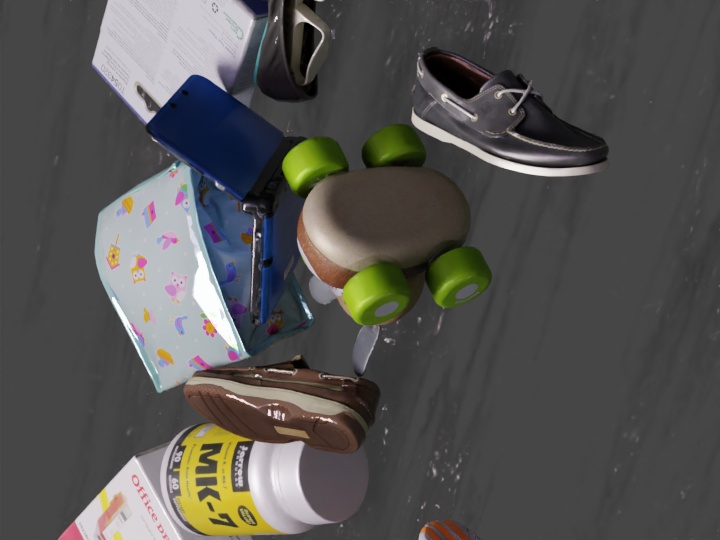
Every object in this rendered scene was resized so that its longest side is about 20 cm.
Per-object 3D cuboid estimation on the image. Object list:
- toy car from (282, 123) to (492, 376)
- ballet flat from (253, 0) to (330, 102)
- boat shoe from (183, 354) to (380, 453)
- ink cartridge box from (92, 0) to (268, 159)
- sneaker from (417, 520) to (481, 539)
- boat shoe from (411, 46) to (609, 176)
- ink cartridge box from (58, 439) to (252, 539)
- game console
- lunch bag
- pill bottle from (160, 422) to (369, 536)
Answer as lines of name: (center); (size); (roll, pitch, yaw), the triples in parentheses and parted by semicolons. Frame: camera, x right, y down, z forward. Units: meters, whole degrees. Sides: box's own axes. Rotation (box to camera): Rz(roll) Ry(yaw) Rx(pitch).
toy car: (0.000, 0.000, 1.609); (0.165, 0.157, 0.200); (64, 148, 26)
ballet flat: (-0.052, -0.242, 1.640); (0.068, 0.068, 0.201); (24, 129, 26)
boat shoe: (-0.068, 0.116, 1.685); (0.201, 0.075, 0.075); (11, 143, 31)
ink cartridge box: (-0.173, -0.225, 1.771); (0.196, 0.043, 0.201); (46, 135, 26)
sneaker: (0.113, 0.327, 1.648); (0.200, 0.077, 0.112); (48, 135, 37)
boat shoe: (0.120, -0.128, 1.495); (0.200, 0.072, 0.068); (28, 125, 38)
ink cartridge box: (-0.221, 0.290, 1.945); (0.146, 0.083, 0.200); (58, 134, 15)
game console: (-0.118, -0.067, 1.637); (0.118, 0.200, 0.172); (6, 111, 7)
lunch bag: (-0.161, -0.003, 1.774); (0.170, 0.122, 0.201); (-24, 91, 46)
pill bottle: (-0.093, 0.200, 1.773); (0.199, 0.114, 0.115); (-10, 95, 45)
